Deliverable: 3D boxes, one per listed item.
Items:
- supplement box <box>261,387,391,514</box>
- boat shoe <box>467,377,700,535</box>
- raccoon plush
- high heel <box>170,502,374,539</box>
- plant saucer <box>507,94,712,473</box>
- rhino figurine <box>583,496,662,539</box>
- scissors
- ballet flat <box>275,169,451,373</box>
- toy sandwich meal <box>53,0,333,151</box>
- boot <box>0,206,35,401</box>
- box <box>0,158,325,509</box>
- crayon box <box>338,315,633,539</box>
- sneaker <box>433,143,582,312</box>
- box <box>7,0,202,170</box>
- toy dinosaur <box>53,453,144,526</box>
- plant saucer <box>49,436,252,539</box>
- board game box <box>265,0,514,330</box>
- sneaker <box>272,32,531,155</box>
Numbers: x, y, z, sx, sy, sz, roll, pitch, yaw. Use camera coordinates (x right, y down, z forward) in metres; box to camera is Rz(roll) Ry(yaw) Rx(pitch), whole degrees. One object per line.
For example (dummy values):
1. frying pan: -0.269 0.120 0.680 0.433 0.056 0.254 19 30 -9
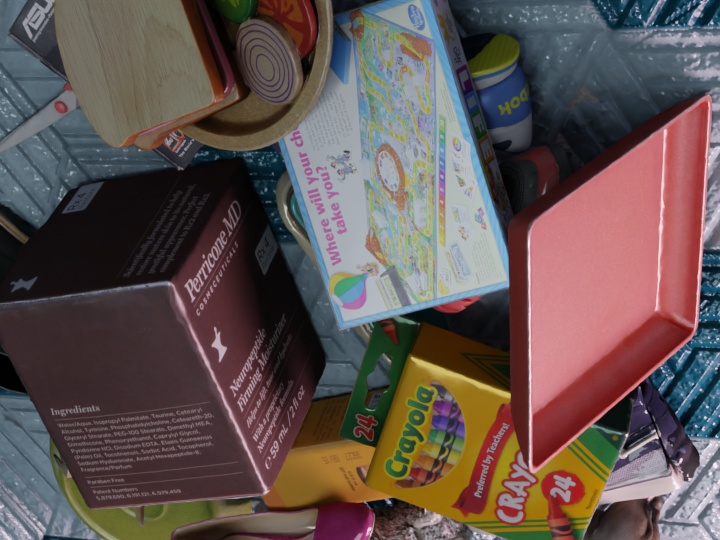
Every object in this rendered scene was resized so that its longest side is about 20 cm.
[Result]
1. supplement box: 0.004 0.143 1.352 0.198 0.069 0.067 -11 122 30
2. boat shoe: 0.154 0.137 1.289 0.198 0.075 0.093 -20 110 24
3. raccoon plush: 0.003 0.210 1.393 0.198 0.097 0.135 19 123 8
4. high heel: -0.072 0.215 1.356 0.095 0.068 0.199 30 150 -23
5. plant saucer: 0.160 0.003 1.109 0.037 0.199 0.202 26 135 35
6. rhino figurine: 0.161 0.224 1.335 0.199 0.088 0.060 -28 111 36
7. scissors: -0.215 -0.126 1.267 0.073 0.014 0.200 37 129 -10
8. ballet flat: 0.000 0.000 1.252 0.069 0.070 0.201 -21 114 33
9. toy sandwich meal: -0.109 -0.161 1.064 0.204 0.070 0.207 14 116 31
10. boot: -0.313 0.016 1.334 0.198 0.139 0.078 19 131 8
11. box: -0.150 0.051 1.274 0.163 0.166 0.201 -7 123 23
12. crayon box: 0.085 0.122 1.225 0.198 0.051 0.128 19 121 4
13. sneaker: 0.072 -0.028 1.150 0.097 0.072 0.200 6 155 -30
14. box: -0.130 -0.190 1.155 0.161 0.049 0.200 39 125 -7
15. toy dinosaur: -0.200 0.138 1.386 0.058 0.101 0.202 5 108 36
16. plant saucer: -0.195 0.194 1.495 0.198 0.031 0.202 11 128 14
17. board game box: 0.019 -0.073 1.095 0.133 0.034 0.202 -14 100 23
18. sneaker: 0.028 -0.098 1.153 0.198 0.074 0.083 -10 124 29
